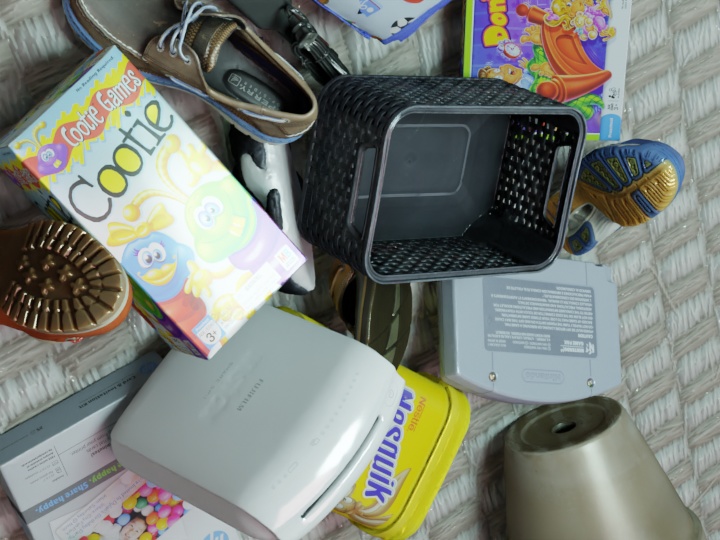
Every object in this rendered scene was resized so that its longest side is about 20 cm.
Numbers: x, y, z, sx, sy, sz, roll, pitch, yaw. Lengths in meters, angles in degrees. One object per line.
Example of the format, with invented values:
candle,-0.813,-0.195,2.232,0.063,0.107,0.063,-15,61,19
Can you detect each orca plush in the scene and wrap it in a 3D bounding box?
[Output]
orca plush,-0.090,-0.073,1.225,0.071,0.105,0.201,-10,119,10

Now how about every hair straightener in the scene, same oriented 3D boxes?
hair straightener,-0.054,-0.175,1.197,0.041,0.077,0.200,-37,131,6

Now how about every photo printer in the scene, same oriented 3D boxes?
photo printer,-0.073,0.110,1.193,0.167,0.200,0.070,-52,134,-18

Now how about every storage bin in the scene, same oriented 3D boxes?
storage bin,0.063,-0.072,1.226,0.199,0.094,0.136,-3,112,-36

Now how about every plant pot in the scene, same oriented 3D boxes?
plant pot,0.213,0.221,1.505,0.200,0.200,0.174,-26,108,-21

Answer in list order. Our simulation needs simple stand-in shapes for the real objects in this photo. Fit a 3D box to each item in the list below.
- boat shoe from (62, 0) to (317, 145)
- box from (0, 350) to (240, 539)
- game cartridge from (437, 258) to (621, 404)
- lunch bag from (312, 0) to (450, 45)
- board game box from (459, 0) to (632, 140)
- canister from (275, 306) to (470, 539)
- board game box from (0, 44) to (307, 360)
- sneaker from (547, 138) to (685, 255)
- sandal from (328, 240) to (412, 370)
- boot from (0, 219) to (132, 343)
boat shoe,-0.113,-0.161,1.129,0.200,0.072,0.072,27,76,-16
box,-0.195,0.186,1.295,0.156,0.041,0.200,-29,126,-19
game cartridge,0.151,0.053,1.427,0.199,0.040,0.134,7,74,-35
lunch bag,0.015,-0.283,1.161,0.170,0.124,0.200,29,96,-39
board game box,0.150,-0.207,1.297,0.134,0.045,0.201,0,115,-1
canister,-0.019,0.131,1.352,0.200,0.086,0.149,29,86,-37
board game box,-0.151,-0.046,1.125,0.105,0.103,0.200,-46,106,-13
sneaker,0.230,-0.080,1.377,0.088,0.200,0.075,-34,91,-22
sandal,0.000,0.000,1.302,0.082,0.054,0.201,0,84,-62
boot,-0.209,0.016,1.114,0.107,0.200,0.075,35,72,-44
